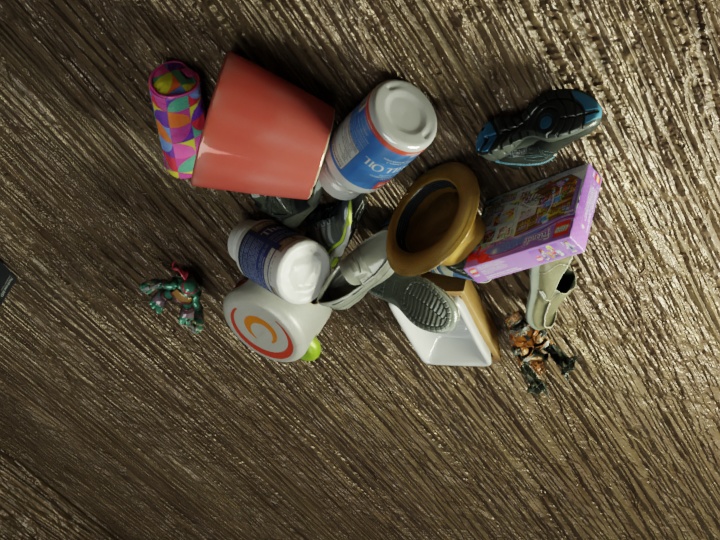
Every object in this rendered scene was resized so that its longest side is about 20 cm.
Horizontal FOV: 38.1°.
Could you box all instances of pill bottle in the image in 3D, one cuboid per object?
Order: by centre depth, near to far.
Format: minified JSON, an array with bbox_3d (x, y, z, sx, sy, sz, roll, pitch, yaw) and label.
[{"bbox_3d":[0.016,-0.181,1.519,0.112,0.113,0.200,31,146,-14],"label":"pill bottle"},{"bbox_3d":[-0.146,-0.023,1.789,0.199,0.111,0.111,27,160,50],"label":"pill bottle"}]

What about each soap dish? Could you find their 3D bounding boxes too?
[{"bbox_3d":[0.150,0.084,1.841,0.156,0.082,0.201,-1,141,31],"label":"soap dish"}]

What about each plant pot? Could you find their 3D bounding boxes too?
[{"bbox_3d":[-0.140,-0.197,1.534,0.175,0.202,0.201,16,148,-9],"label":"plant pot"}]

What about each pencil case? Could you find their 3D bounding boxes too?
[{"bbox_3d":[-0.282,-0.235,1.649,0.087,0.089,0.201,16,148,9],"label":"pencil case"}]

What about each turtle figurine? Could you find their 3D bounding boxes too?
[{"bbox_3d":[-0.361,0.057,2.087,0.150,0.101,0.200,43,160,-5],"label":"turtle figurine"}]

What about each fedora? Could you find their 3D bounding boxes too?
[{"bbox_3d":[0.124,-0.065,1.565,0.081,0.203,0.200,27,149,-31],"label":"fedora"}]

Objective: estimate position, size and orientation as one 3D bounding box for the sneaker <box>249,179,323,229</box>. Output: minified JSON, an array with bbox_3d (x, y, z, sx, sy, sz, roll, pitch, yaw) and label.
[{"bbox_3d":[-0.118,-0.142,1.685,0.113,0.077,0.199,25,153,-15],"label":"sneaker"}]

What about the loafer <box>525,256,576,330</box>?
[{"bbox_3d":[0.309,0.032,1.680,0.069,0.076,0.201,14,146,19],"label":"loafer"}]

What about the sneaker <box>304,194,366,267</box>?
[{"bbox_3d":[-0.048,-0.077,1.743,0.080,0.074,0.201,26,145,-1],"label":"sneaker"}]

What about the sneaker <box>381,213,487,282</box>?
[{"bbox_3d":[0.129,-0.031,1.710,0.198,0.076,0.077,25,155,13],"label":"sneaker"}]

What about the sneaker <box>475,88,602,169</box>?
[{"bbox_3d":[0.254,-0.189,1.423,0.081,0.074,0.199,25,156,-36],"label":"sneaker"}]

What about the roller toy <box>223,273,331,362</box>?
[{"bbox_3d":[-0.150,0.062,1.932,0.181,0.140,0.201,16,142,25],"label":"roller toy"}]

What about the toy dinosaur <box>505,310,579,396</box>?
[{"bbox_3d":[0.307,0.137,1.824,0.102,0.136,0.199,-47,146,17],"label":"toy dinosaur"}]

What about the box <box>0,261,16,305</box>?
[{"bbox_3d":[-0.878,0.037,2.267,0.103,0.201,0.183,0,140,27],"label":"box"}]

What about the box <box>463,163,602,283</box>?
[{"bbox_3d":[0.250,-0.067,1.521,0.039,0.138,0.199,40,143,-27],"label":"box"}]

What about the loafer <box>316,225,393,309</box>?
[{"bbox_3d":[0.000,0.000,1.689,0.200,0.069,0.070,-50,62,37],"label":"loafer"}]

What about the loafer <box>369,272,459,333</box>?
[{"bbox_3d":[0.094,0.039,1.712,0.069,0.076,0.199,4,-157,-47],"label":"loafer"}]
